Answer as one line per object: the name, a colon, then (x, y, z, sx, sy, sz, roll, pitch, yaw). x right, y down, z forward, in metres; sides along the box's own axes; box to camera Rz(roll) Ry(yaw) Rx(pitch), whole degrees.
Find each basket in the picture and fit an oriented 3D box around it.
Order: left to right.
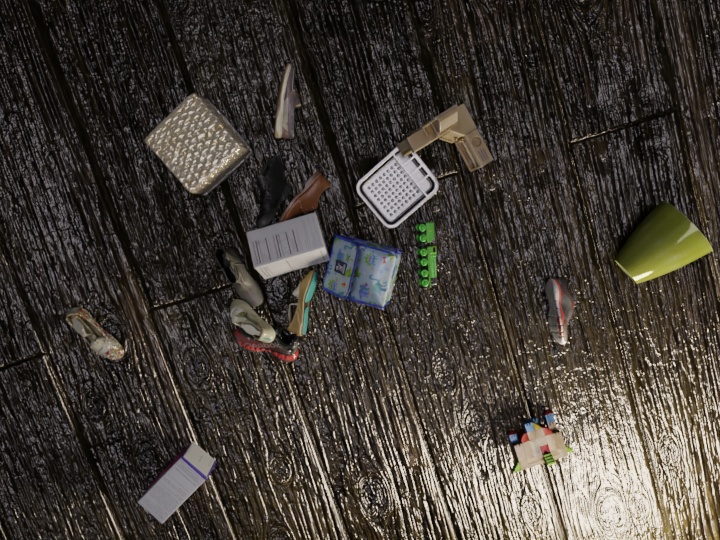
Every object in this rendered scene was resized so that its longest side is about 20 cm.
basket: (-0.435, -0.335, 1.374, 0.200, 0.161, 0.198, -40, 98, 5)

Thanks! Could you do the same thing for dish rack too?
dish rack: (0.104, -0.241, 1.463, 0.200, 0.044, 0.172, -41, 98, 3)

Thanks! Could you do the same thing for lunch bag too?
lunch bag: (0.000, 0.000, 1.455, 0.198, 0.127, 0.172, 16, 99, 12)

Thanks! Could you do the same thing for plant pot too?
plant pot: (0.844, -0.061, 1.459, 0.187, 0.187, 0.200, 45, 109, -7)

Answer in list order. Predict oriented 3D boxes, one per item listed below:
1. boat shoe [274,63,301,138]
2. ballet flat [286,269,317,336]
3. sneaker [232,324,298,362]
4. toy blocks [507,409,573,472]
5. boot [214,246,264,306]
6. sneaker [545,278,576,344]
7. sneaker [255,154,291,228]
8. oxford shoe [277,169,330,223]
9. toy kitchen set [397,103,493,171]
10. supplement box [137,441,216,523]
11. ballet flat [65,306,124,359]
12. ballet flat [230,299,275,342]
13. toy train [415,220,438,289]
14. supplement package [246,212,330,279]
boat shoe: (-0.197, -0.465, 1.414, 0.064, 0.072, 0.202, 8, 94, -15)
ballet flat: (-0.176, 0.091, 1.485, 0.062, 0.069, 0.202, 13, 96, 10)
sneaker: (-0.269, 0.195, 1.478, 0.199, 0.071, 0.098, 18, 125, -6)
toy blocks: (0.535, 0.514, 1.558, 0.198, 0.100, 0.138, -17, 86, -1)
boot: (-0.348, 0.026, 1.435, 0.067, 0.131, 0.201, -29, 97, 2)
sneaker: (0.608, 0.119, 1.512, 0.081, 0.077, 0.202, -9, 98, -7)
sneaker: (-0.260, -0.220, 1.411, 0.104, 0.060, 0.201, 48, 53, -28)
oxford shoe: (-0.162, -0.187, 1.448, 0.071, 0.071, 0.200, 41, 93, -12)
toy kitchen set: (0.244, -0.332, 1.371, 0.199, 0.163, 0.181, -33, 98, -14)
supplement box: (-0.544, 0.630, 1.520, 0.103, 0.101, 0.200, 43, 94, -6)
ballet flat: (-0.777, 0.190, 1.475, 0.076, 0.064, 0.200, -44, 97, 3)
ballet flat: (-0.320, 0.140, 1.434, 0.199, 0.069, 0.070, 29, 97, 32)
toy train: (0.196, -0.047, 1.494, 0.056, 0.042, 0.202, -6, 97, -12)
supplement package: (-0.200, -0.067, 1.423, 0.198, 0.114, 0.110, -16, 72, -1)
